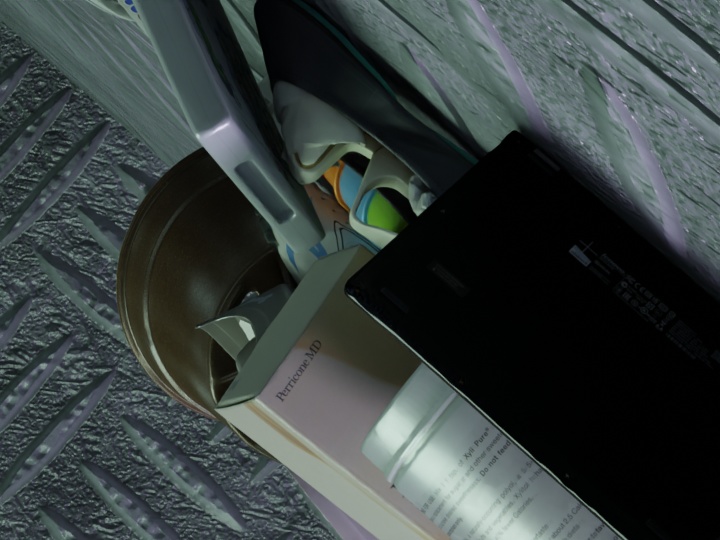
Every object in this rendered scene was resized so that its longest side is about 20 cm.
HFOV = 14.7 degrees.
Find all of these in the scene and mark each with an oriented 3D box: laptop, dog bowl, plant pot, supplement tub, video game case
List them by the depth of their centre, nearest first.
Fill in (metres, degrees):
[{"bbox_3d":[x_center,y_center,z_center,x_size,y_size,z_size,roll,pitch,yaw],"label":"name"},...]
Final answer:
[{"bbox_3d":[0.104,0.043,1.242,0.187,0.200,0.116,41,143,10],"label":"laptop"},{"bbox_3d":[0.114,0.104,1.321,0.200,0.132,0.132,41,176,6],"label":"supplement tub"},{"bbox_3d":[-0.085,-0.123,1.405,0.201,0.024,0.182,65,-174,22],"label":"video game case"},{"bbox_3d":[-0.010,0.093,1.566,0.200,0.059,0.200,52,-178,-2],"label":"dog bowl"},{"bbox_3d":[-0.041,0.027,1.768,0.200,0.200,0.198,43,179,-19],"label":"plant pot"}]

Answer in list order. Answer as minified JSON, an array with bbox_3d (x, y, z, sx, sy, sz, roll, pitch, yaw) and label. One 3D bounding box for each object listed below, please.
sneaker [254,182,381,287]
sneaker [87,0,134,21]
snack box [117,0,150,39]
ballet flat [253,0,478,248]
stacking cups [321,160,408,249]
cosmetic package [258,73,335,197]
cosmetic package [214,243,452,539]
[{"bbox_3d":[0.000,0.000,1.548,0.200,0.072,0.072,53,178,36],"label":"sneaker"},{"bbox_3d":[-0.198,-0.222,1.642,0.200,0.073,0.114,44,179,-24],"label":"sneaker"},{"bbox_3d":[-0.131,-0.182,1.491,0.200,0.024,0.072,51,-157,-67],"label":"snack box"},{"bbox_3d":[0.006,-0.057,1.394,0.200,0.073,0.073,42,176,9],"label":"ballet flat"},{"bbox_3d":[0.015,-0.039,1.514,0.061,0.061,0.200,44,-179,-37],"label":"stacking cups"},{"bbox_3d":[0.018,-0.040,1.617,0.200,0.051,0.083,39,171,32],"label":"cosmetic package"},{"bbox_3d":[0.037,0.088,1.429,0.200,0.105,0.071,38,162,-13],"label":"cosmetic package"}]
